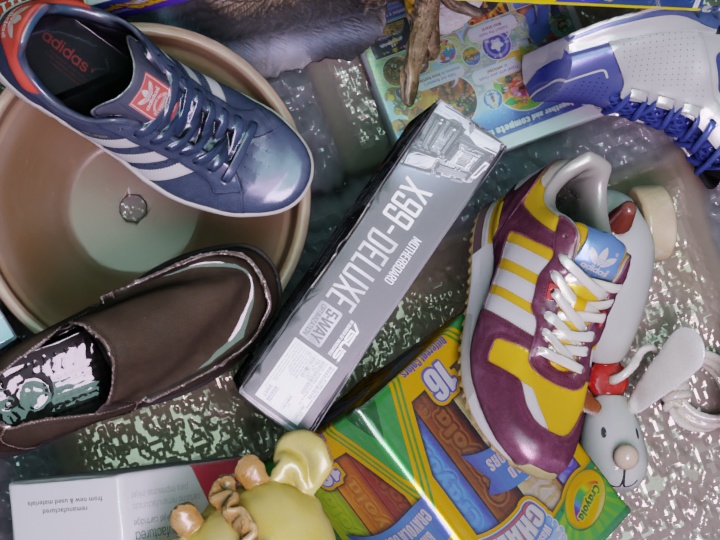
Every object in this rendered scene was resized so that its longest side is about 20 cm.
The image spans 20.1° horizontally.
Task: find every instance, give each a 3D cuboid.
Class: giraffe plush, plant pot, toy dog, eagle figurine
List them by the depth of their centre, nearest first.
[{"bbox_3d":[-0.038,0.186,1.090,0.172,0.200,0.162,-34,78,-32],"label":"giraffe plush"},{"bbox_3d":[-0.133,-0.041,1.216,0.199,0.093,0.202,0,87,-8],"label":"plant pot"},{"bbox_3d":[-0.032,-0.191,1.232,0.152,0.199,0.151,-54,139,-36],"label":"eagle figurine"},{"bbox_3d":[0.161,0.030,1.254,0.131,0.096,0.201,-25,89,-10],"label":"toy dog"}]

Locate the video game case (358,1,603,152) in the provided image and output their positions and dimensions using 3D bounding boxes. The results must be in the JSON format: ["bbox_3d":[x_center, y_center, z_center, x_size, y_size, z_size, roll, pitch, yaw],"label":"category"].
[{"bbox_3d":[0.061,-0.171,1.296,0.142,0.018,0.201,-20,88,-10],"label":"video game case"}]

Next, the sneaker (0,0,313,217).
[{"bbox_3d":[-0.112,-0.089,1.130,0.199,0.084,0.075,24,82,-13],"label":"sneaker"}]

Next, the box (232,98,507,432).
[{"bbox_3d":[0.000,0.000,1.192,0.050,0.158,0.201,35,86,-3],"label":"box"}]

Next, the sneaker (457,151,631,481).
[{"bbox_3d":[0.109,0.020,1.154,0.075,0.090,0.201,25,46,-31],"label":"sneaker"}]

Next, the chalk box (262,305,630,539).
[{"bbox_3d":[0.061,0.148,1.195,0.124,0.125,0.200,-37,90,-40],"label":"chalk box"}]

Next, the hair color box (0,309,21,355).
[{"bbox_3d":[-0.276,-0.027,1.191,0.060,0.099,0.201,-33,91,-10],"label":"hair color box"}]

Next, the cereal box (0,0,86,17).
[{"bbox_3d":[-0.249,-0.215,1.208,0.143,0.039,0.201,-17,86,24],"label":"cereal box"}]

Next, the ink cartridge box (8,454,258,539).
[{"bbox_3d":[-0.118,0.213,1.165,0.083,0.145,0.201,-7,86,30],"label":"ink cartridge box"}]

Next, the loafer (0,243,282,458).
[{"bbox_3d":[-0.131,0.049,1.129,0.199,0.071,0.073,-29,92,-9],"label":"loafer"}]

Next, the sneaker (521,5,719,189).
[{"bbox_3d":[0.208,-0.105,1.273,0.198,0.080,0.116,-9,88,-22],"label":"sneaker"}]

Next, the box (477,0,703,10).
[{"bbox_3d":[0.120,-0.195,1.173,0.199,0.064,0.070,-3,121,-37],"label":"box"}]

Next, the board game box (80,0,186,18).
[{"bbox_3d":[-0.125,-0.225,1.192,0.045,0.199,0.135,0,83,-51],"label":"board game box"}]
